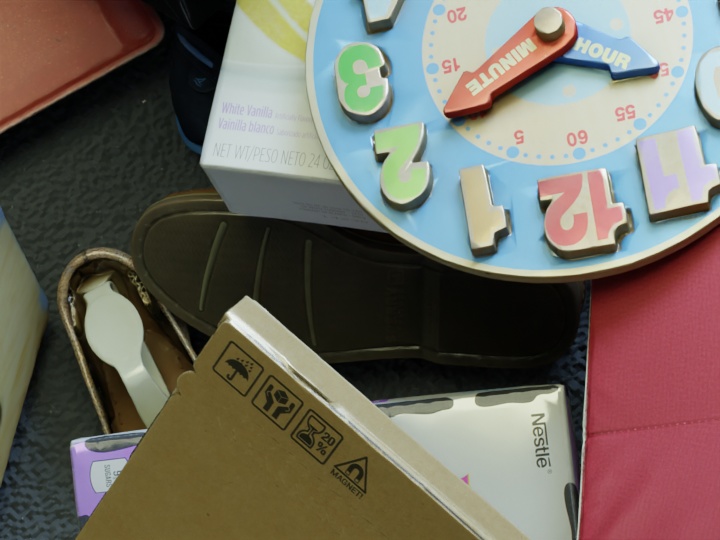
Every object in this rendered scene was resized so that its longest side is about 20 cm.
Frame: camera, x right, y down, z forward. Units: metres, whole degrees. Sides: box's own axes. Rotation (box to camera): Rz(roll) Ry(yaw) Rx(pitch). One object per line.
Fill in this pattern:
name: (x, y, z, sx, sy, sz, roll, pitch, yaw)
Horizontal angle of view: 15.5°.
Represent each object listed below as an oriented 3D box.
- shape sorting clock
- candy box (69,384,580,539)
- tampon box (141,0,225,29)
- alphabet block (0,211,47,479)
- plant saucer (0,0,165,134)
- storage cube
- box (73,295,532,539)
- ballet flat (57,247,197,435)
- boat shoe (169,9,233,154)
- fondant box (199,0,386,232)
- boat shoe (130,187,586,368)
shape sorting clock: (0.075, -0.089, 1.026, 0.198, 0.039, 0.201, -3, 70, 10)
candy box: (-0.005, 0.138, 1.057, 0.198, 0.072, 0.169, -7, 86, 5)
tampon box: (-0.077, -0.244, 1.224, 0.149, 0.127, 0.200, 29, 65, 32)
alphabet block: (-0.263, 0.048, 1.104, 0.195, 0.196, 0.201, 6, 63, 13)
plant saucer: (-0.224, -0.132, 1.283, 0.199, 0.037, 0.200, -30, 70, -11)
storage cube: (0.194, 0.089, 1.011, 0.179, 0.200, 0.172, -8, 59, 22)
box: (-0.007, 0.129, 0.970, 0.200, 0.164, 0.021, 40, 36, 6)
ballet flat: (-0.084, 0.072, 1.144, 0.068, 0.067, 0.201, -29, 61, -5)
boat shoe: (-0.018, -0.079, 1.170, 0.199, 0.069, 0.084, 6, 30, 37)
fondant box: (0.026, -0.117, 1.098, 0.143, 0.058, 0.201, 7, 71, 15)
boat shoe: (0.000, 0.000, 1.170, 0.199, 0.072, 0.068, 12, 25, 2)
